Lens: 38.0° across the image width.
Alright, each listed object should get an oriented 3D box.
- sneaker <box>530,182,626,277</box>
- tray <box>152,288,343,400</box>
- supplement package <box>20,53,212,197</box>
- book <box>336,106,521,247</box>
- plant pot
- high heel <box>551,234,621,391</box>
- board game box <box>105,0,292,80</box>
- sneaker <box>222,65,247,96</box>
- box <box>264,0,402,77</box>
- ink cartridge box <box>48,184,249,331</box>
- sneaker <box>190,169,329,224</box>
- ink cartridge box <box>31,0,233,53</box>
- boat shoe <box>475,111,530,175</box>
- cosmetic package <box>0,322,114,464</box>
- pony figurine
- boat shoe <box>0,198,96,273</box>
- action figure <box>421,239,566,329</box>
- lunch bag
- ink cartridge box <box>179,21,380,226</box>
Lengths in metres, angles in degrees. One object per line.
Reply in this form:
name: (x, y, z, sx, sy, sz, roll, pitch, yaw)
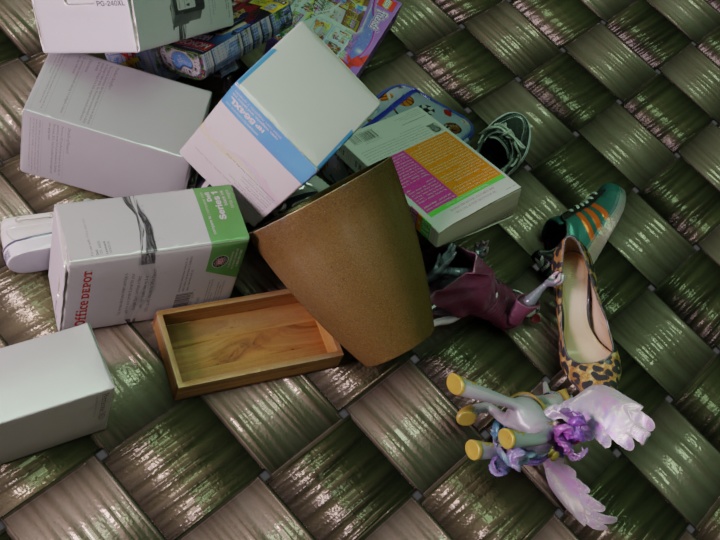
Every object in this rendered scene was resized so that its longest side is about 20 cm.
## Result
sneaker: (0.300, -0.063, 1.438, 0.080, 0.071, 0.200, 35, 54, 0)
tray: (-0.129, 0.081, 1.209, 0.199, 0.037, 0.099, -10, 62, -24)
supplement package: (-0.294, -0.168, 1.265, 0.199, 0.117, 0.117, 16, 52, -8)
book: (0.081, -0.121, 1.293, 0.133, 0.048, 0.200, -24, 54, -29)
plant pot: (0.000, 0.000, 1.197, 0.186, 0.186, 0.201, -34, 99, -34)
high heel: (0.272, 0.058, 1.281, 0.071, 0.143, 0.200, -11, 40, 6)
board game box: (-0.219, -0.296, 1.370, 0.200, 0.062, 0.200, -38, 41, -26)
sneaker: (-0.096, -0.215, 1.346, 0.200, 0.098, 0.071, 16, 48, 20)
box: (-0.038, -0.356, 1.534, 0.136, 0.039, 0.200, 28, 52, 1)
ink cartridge box: (-0.239, -0.013, 1.162, 0.199, 0.146, 0.085, -8, 59, -25)
sneaker: (-0.124, -0.075, 1.294, 0.199, 0.079, 0.130, 33, 66, -19)
ink cartridge box: (-0.267, -0.314, 1.242, 0.145, 0.084, 0.200, 5, 23, 26)
boat shoe: (0.194, -0.172, 1.474, 0.073, 0.068, 0.199, 38, 53, 8)
cosmetic package: (-0.357, 0.135, 1.046, 0.199, 0.108, 0.085, -16, 64, -27)
pony figurine: (0.213, 0.185, 1.193, 0.199, 0.167, 0.193, 5, 28, -37)
boat shoe: (-0.314, -0.049, 1.212, 0.199, 0.072, 0.066, -14, 67, -18)
action figure: (0.156, 0.039, 1.299, 0.200, 0.134, 0.149, 26, 89, -34)
lunch bag: (0.046, -0.165, 1.409, 0.160, 0.076, 0.200, 35, 51, 18)
ink cartridge box: (-0.099, -0.154, 1.171, 0.125, 0.200, 0.129, 45, 56, -9)
